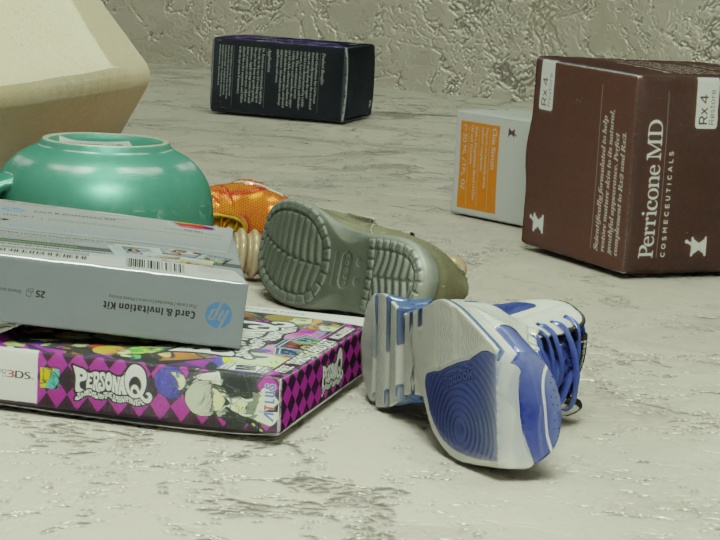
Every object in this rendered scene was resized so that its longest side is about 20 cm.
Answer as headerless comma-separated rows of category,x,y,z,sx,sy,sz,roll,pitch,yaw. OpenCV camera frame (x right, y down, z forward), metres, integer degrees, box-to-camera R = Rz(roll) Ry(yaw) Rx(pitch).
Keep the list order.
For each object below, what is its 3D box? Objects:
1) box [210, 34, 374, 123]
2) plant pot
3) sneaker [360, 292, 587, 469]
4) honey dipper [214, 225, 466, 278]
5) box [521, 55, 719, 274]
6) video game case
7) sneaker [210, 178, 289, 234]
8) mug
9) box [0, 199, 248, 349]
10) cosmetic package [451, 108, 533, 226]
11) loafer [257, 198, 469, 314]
box,-0.093,-0.268,2.991,0.198,0.105,0.148,5,9,14
plant pot,-0.317,-0.143,1.682,0.176,0.200,0.200,-17,62,-43
sneaker,0.082,0.048,1.169,0.114,0.081,0.199,-2,9,-18
honey dipper,-0.016,-0.006,1.628,0.198,0.038,0.038,6,8,-12
box,0.266,-0.091,1.833,0.199,0.167,0.164,-2,11,-27
video game case,-0.101,0.050,1.228,0.180,0.036,0.200,5,9,15
sneaker,-0.134,-0.033,1.647,0.198,0.074,0.077,6,25,-7
mug,-0.182,-0.031,1.445,0.151,0.115,0.185,8,10,28
box,-0.147,-0.001,1.251,0.155,0.042,0.200,7,10,-7
cosmetic package,0.178,-0.091,2.010,0.071,0.102,0.199,-5,12,-41
loafer,0.000,0.000,1.507,0.069,0.076,0.199,11,7,-40
